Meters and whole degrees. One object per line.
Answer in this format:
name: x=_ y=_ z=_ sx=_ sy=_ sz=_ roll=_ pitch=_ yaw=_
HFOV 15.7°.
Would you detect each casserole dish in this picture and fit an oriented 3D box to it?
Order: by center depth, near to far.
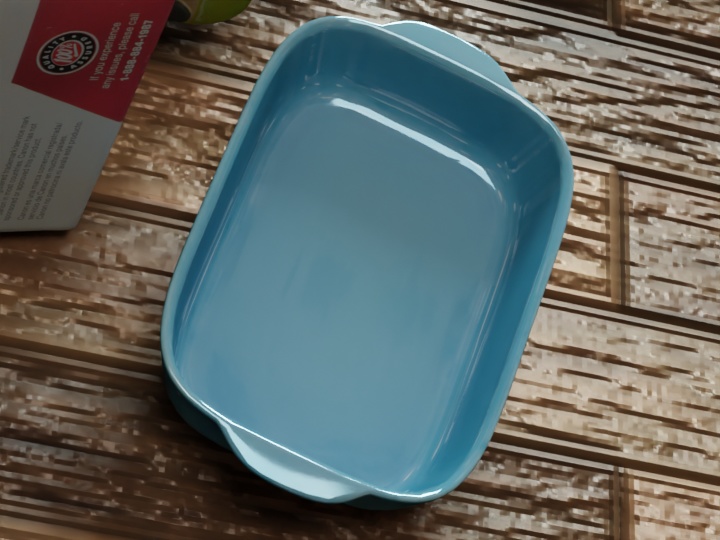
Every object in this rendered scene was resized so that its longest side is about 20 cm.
casserole dish: x=0.000 y=0.000 z=0.904 sx=0.121 sy=0.039 sz=0.200 roll=26 pitch=56 yaw=-6

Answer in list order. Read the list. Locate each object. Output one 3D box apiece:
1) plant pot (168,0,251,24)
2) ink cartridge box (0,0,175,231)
plant pot: x=-0.079 y=-0.213 z=0.904 sx=0.198 sy=0.200 sz=0.182 roll=24 pitch=61 yaw=-5
ink cartridge box: x=-0.174 y=-0.079 z=0.814 sx=0.199 sy=0.146 sz=0.083 roll=-2 pitch=61 yaw=-23
